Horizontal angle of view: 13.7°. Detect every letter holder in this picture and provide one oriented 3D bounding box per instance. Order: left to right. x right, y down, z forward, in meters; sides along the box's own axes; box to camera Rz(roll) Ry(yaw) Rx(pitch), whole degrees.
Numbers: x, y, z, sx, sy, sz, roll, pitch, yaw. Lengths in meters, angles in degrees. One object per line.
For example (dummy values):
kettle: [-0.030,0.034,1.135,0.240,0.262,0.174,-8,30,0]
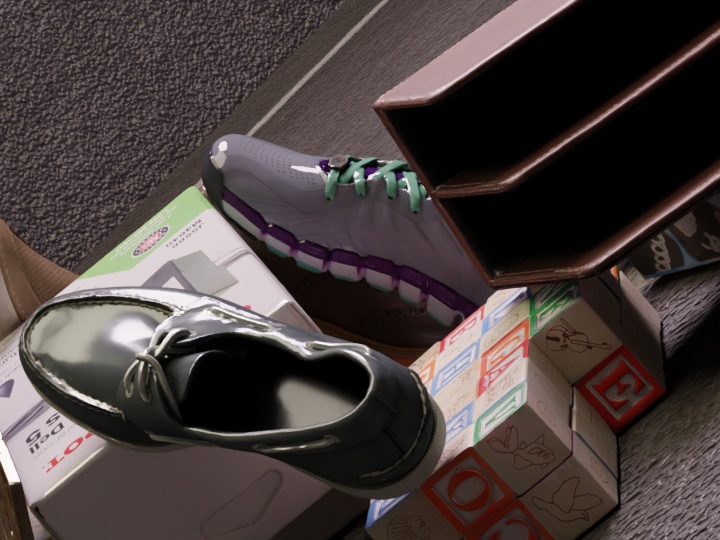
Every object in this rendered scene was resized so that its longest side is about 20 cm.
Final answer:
letter holder: [0.129,-0.089,1.287,0.200,0.101,0.142,-36,10,-14]

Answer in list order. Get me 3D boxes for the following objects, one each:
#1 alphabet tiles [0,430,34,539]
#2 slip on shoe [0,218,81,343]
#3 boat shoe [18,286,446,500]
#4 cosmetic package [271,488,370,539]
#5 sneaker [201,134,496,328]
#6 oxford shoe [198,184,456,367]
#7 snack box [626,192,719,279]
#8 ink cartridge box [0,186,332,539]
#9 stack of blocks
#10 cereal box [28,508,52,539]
alphabet tiles: [-0.167,0.076,1.346,0.008,0.168,0.200,-16,36,-12]
slip on shoe: [-0.142,0.027,1.505,0.060,0.200,0.076,-24,51,5]
boat shoe: [-0.061,0.039,1.218,0.199,0.062,0.073,15,73,28]
cosmetic package: [-0.078,0.122,1.547,0.200,0.087,0.103,-39,9,20]
sneaker: [0.026,-0.034,1.430,0.075,0.199,0.088,-70,6,-58]
oxford shoe: [0.000,0.000,1.506,0.071,0.199,0.073,48,126,56]
snack box: [0.196,-0.057,1.360,0.116,0.037,0.200,-45,9,-20]
ink cartridge box: [-0.086,0.058,1.360,0.145,0.084,0.200,-39,22,-3]
stack of blocks: [0.069,0.062,1.287,0.115,0.059,0.200,-40,9,14]
cereal box: [-0.206,0.179,1.446,0.144,0.040,0.200,-19,22,41]
